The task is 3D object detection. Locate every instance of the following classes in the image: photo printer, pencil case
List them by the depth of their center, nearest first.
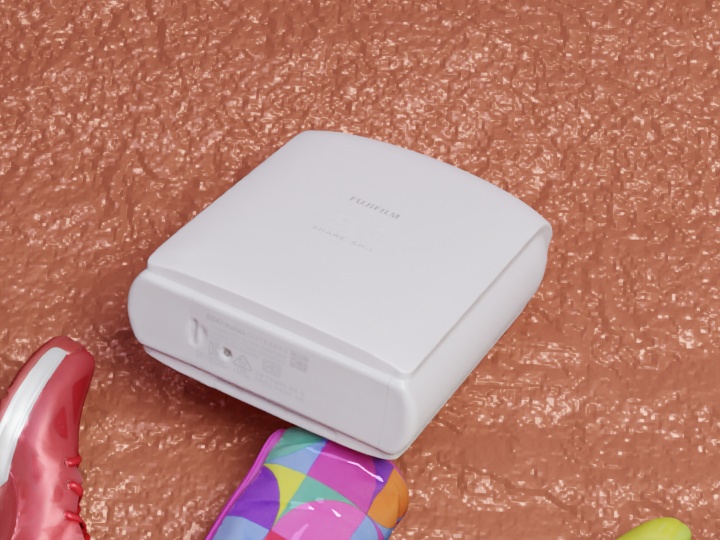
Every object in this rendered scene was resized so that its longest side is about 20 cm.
[{"bbox_3d":[-0.055,0.166,0.869,0.088,0.088,0.200,27,59,16],"label":"pencil case"},{"bbox_3d":[0.000,0.000,0.932,0.166,0.070,0.200,23,37,20],"label":"photo printer"}]

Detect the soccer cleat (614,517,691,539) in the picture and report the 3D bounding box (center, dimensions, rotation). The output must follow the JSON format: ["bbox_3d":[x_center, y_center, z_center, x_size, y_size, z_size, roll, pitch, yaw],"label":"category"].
[{"bbox_3d":[0.080,0.180,0.852,0.200,0.065,0.084,-42,66,-16],"label":"soccer cleat"}]

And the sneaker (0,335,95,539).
[{"bbox_3d":[-0.150,0.141,0.916,0.115,0.078,0.201,19,77,3],"label":"sneaker"}]
